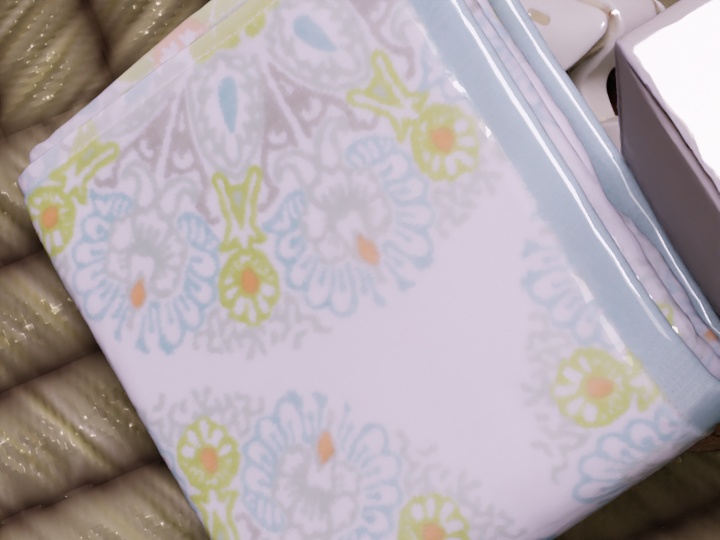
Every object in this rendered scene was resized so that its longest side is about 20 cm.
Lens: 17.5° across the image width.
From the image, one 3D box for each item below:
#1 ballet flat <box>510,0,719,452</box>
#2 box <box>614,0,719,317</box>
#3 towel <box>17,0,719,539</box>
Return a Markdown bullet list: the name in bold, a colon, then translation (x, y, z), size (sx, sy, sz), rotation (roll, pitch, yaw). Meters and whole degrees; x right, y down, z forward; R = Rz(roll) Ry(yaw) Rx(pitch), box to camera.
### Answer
- **ballet flat**: translation (0.076, -0.040, 0.721), size (0.068, 0.072, 0.200), rotation (-17, 75, -37)
- **box**: translation (0.177, -0.052, 0.614), size (0.200, 0.128, 0.109), rotation (-31, 77, 0)
- **towel**: translation (0.000, 0.000, 0.713), size (0.171, 0.048, 0.200), rotation (-37, 76, 26)
